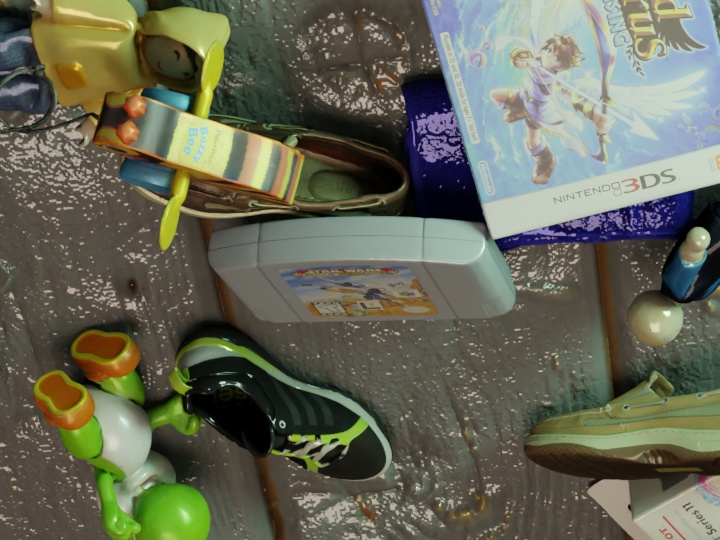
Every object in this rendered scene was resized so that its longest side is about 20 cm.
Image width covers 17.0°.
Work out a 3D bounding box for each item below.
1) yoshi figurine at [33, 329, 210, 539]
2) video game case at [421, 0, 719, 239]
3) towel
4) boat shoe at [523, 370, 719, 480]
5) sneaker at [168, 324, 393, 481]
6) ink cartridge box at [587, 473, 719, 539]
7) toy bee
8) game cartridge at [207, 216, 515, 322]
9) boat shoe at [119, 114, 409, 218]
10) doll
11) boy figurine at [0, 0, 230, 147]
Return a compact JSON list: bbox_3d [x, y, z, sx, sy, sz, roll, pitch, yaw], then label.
[{"bbox_3d":[-0.167,0.148,1.828,0.112,0.112,0.200,-16,130,6],"label":"yoshi figurine"},{"bbox_3d":[0.147,-0.136,1.591,0.180,0.045,0.201,-14,113,9],"label":"video game case"},{"bbox_3d":[0.132,-0.072,1.673,0.199,0.050,0.148,-6,129,7],"label":"towel"},{"bbox_3d":[0.219,0.114,1.811,0.199,0.077,0.072,-2,160,28],"label":"boat shoe"},{"bbox_3d":[-0.065,0.121,1.814,0.200,0.083,0.072,31,124,-21],"label":"sneaker"},{"bbox_3d":[0.286,0.177,1.857,0.200,0.067,0.117,-32,122,25],"label":"ink cartridge box"},{"bbox_3d":[-0.130,-0.079,1.547,0.199,0.109,0.132,-6,90,-11],"label":"toy bee"},{"bbox_3d":[0.000,0.000,1.694,0.199,0.042,0.133,-2,164,15],"label":"game cartridge"},{"bbox_3d":[-0.062,-0.075,1.653,0.201,0.075,0.075,6,164,-13],"label":"boat shoe"},{"bbox_3d":[0.254,-0.026,1.665,0.048,0.136,0.200,46,111,12],"label":"doll"},{"bbox_3d":[-0.185,-0.137,1.625,0.199,0.065,0.125,-4,125,8],"label":"boy figurine"}]
